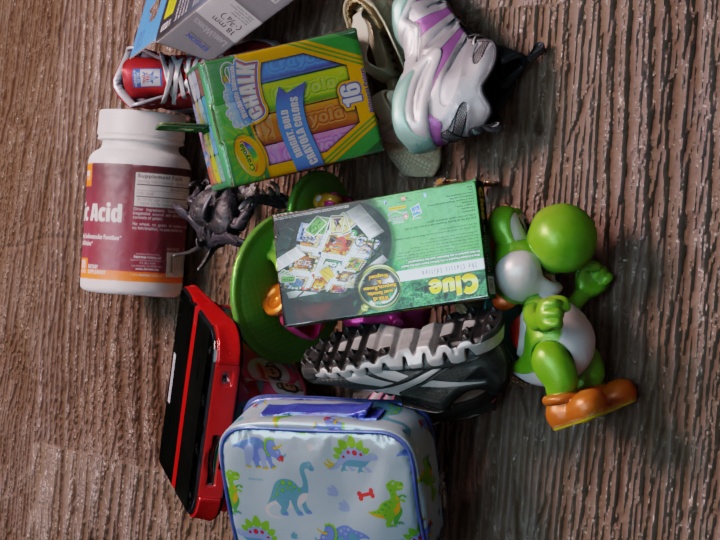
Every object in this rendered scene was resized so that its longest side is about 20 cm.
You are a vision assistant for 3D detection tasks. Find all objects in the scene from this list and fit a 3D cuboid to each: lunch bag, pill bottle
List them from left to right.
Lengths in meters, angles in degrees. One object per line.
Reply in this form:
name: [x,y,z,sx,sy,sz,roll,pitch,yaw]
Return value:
pill bottle: [-0.248,-0.074,1.682,0.114,0.114,0.201,4,90,41]
lunch bag: [-0.126,0.147,1.558,0.200,0.082,0.177,-120,40,-48]
lunch bag: [-0.024,0.193,1.393,0.199,0.082,0.161,-1,112,21]

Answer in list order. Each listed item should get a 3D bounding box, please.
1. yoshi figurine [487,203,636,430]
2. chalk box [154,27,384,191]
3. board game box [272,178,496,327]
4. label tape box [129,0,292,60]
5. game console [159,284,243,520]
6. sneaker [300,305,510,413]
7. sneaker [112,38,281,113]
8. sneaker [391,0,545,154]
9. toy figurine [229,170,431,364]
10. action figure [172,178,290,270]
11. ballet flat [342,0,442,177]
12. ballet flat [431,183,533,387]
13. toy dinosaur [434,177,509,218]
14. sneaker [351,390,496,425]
yoshi figurine: [0.178,0.027,1.301,0.112,0.112,0.201,123,127,-73]
chalk box: [-0.096,-0.147,1.462,0.125,0.199,0.124,-171,67,-78]
board game box: [0.018,-0.013,1.340,0.199,0.023,0.105,-8,81,24]
label tape box: [-0.145,-0.300,1.599,0.200,0.063,0.145,-30,37,36]
game console: [-0.160,0.130,1.509,0.177,0.031,0.201,-141,58,-67]
sneaker: [0.044,0.091,1.344,0.199,0.067,0.091,-10,120,23]
sneaker: [-0.180,-0.210,1.631,0.199,0.112,0.072,-10,81,40]
sneaker: [0.104,-0.208,1.418,0.139,0.078,0.201,-9,69,21]
toy figurine: [0.000,0.000,1.442,0.184,0.150,0.201,5,67,45]
action figure: [-0.115,-0.087,1.579,0.119,0.102,0.201,28,90,36]
ballet flat: [0.023,-0.180,1.484,0.067,0.062,0.201,-29,70,34]
ballet flat: [0.100,0.019,1.373,0.065,0.070,0.201,-23,93,58]
toy dinosaur: [0.087,-0.031,1.422,0.199,0.060,0.107,0,89,42]
sneaker: [0.042,0.113,1.449,0.200,0.080,0.087,-22,68,32]
